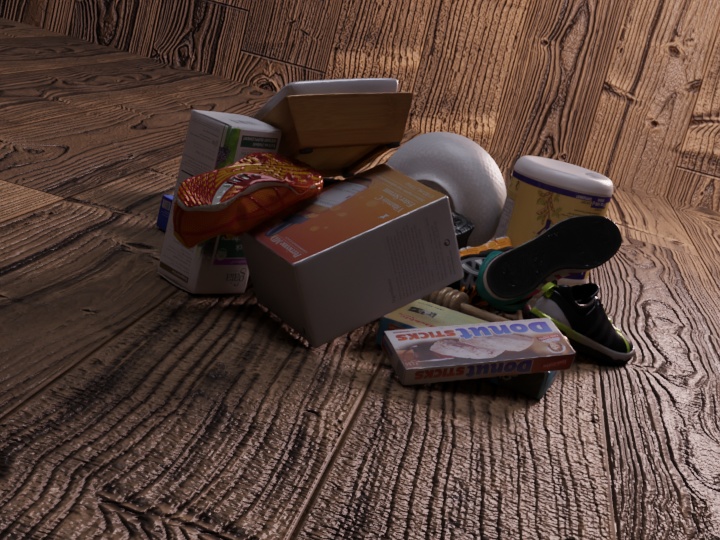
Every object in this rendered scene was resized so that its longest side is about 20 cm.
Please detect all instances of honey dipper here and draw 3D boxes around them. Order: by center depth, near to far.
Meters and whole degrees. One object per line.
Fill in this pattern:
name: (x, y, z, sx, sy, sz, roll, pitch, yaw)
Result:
honey dipper: (0.167, 0.063, 1.589, 0.199, 0.038, 0.038, 22, 15, 33)

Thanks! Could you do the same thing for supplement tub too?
supplement tub: (0.267, -0.051, 1.857, 0.145, 0.201, 0.145, 13, 13, -3)

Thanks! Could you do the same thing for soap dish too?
soap dish: (-0.044, -0.164, 1.555, 0.157, 0.082, 0.200, -5, -8, -23)

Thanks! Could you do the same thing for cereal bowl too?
cereal bowl: (0.110, -0.097, 1.902, 0.199, 0.201, 0.083, 18, 23, 17)

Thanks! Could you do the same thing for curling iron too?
curling iron: (0.208, 0.075, 1.664, 0.049, 0.026, 0.200, -8, 20, -1)

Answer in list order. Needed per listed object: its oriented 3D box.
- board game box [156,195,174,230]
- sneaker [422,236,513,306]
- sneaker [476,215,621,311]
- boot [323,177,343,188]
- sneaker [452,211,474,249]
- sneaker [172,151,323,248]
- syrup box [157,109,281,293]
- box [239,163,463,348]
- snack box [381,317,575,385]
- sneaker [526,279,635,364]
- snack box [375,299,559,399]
board game box: (-0.157, -0.046, 1.723, 0.134, 0.045, 0.200, 1, 19, -46)
sneaker: (0.150, 0.013, 1.740, 0.200, 0.078, 0.077, -20, 75, -39)
sneaker: (0.230, -0.005, 1.670, 0.199, 0.084, 0.121, -21, -4, -18)
boot: (-0.115, -0.072, 1.620, 0.198, 0.074, 0.162, 5, 20, 37)
sneaker: (0.074, -0.009, 1.764, 0.199, 0.091, 0.076, -20, 42, -30)
sneaker: (-0.127, -0.079, 1.434, 0.199, 0.077, 0.073, -17, 50, -37)
syrup box: (-0.164, -0.077, 1.499, 0.079, 0.201, 0.081, 0, 19, -46)
box: (-0.012, -0.022, 1.463, 0.199, 0.107, 0.152, -24, 29, -21)
snack box: (0.127, 0.086, 1.402, 0.199, 0.024, 0.072, -4, 32, -19)
sneaker: (0.292, 0.061, 1.635, 0.200, 0.083, 0.072, 18, 10, -44)
snack box: (0.128, 0.086, 1.491, 0.199, 0.037, 0.116, 18, 15, 15)
